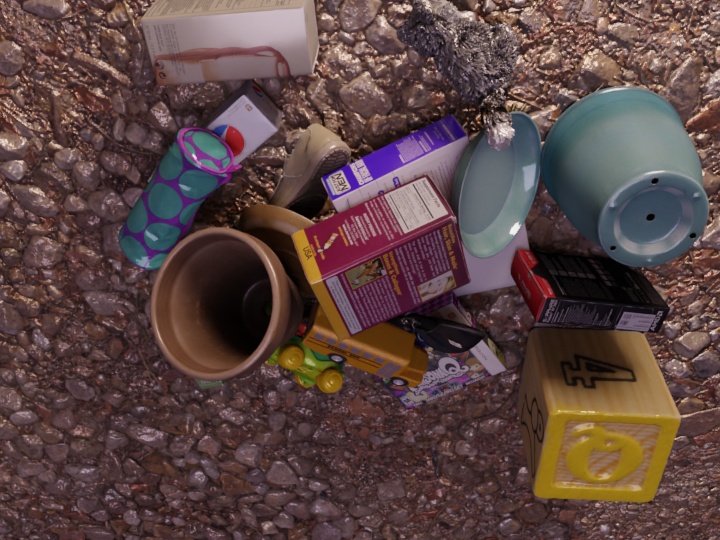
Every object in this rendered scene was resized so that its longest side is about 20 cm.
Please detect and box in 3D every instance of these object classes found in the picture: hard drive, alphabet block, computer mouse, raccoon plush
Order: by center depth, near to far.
[{"bbox_3d":[0.119,-0.250,0.893,0.133,0.201,0.097,11,136,-21],"label":"raccoon plush"},{"bbox_3d":[0.083,0.086,1.103,0.199,0.140,0.046,13,93,-45],"label":"computer mouse"},{"bbox_3d":[0.158,-0.022,1.138,0.198,0.026,0.133,-12,123,11],"label":"hard drive"},{"bbox_3d":[0.368,0.228,1.190,0.194,0.201,0.197,0,125,2],"label":"alphabet block"}]

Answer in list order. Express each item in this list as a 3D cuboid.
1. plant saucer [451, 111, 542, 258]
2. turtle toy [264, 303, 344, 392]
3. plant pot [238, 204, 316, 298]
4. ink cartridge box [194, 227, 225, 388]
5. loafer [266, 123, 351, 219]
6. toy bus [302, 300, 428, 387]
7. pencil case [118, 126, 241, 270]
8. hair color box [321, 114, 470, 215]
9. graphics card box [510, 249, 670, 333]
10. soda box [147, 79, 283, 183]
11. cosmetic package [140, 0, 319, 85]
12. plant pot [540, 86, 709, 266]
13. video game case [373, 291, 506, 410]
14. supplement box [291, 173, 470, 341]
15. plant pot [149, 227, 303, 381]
[{"bbox_3d":[0.179,-0.117,1.004,0.036,0.200,0.201,23,135,38],"label":"plant saucer"},{"bbox_3d":[-0.101,0.115,1.190,0.199,0.102,0.145,35,164,-20],"label":"turtle toy"},{"bbox_3d":[-0.098,-0.018,1.091,0.199,0.028,0.201,23,150,14],"label":"plant pot"},{"bbox_3d":[-0.246,0.059,1.141,0.048,0.146,0.201,-11,123,22],"label":"ink cartridge box"},{"bbox_3d":[-0.080,-0.131,1.053,0.075,0.069,0.200,-5,151,-40],"label":"loafer"},{"bbox_3d":[0.014,0.112,1.137,0.199,0.065,0.078,22,146,-11],"label":"toy bus"},{"bbox_3d":[-0.247,-0.093,1.001,0.092,0.085,0.200,38,120,-3],"label":"pencil case"},{"bbox_3d":[0.059,-0.116,1.016,0.199,0.065,0.110,-26,135,-1],"label":"hair color box"},{"bbox_3d":[0.332,0.029,1.086,0.198,0.126,0.051,4,122,-13],"label":"graphics card box"},{"bbox_3d":[-0.202,-0.173,1.033,0.199,0.064,0.068,-34,117,24],"label":"soda box"},{"bbox_3d":[-0.156,-0.295,0.925,0.198,0.104,0.088,-2,126,7],"label":"cosmetic package"},{"bbox_3d":[0.351,-0.111,0.965,0.198,0.189,0.201,1,123,1],"label":"plant pot"},{"bbox_3d":[0.113,0.138,1.229,0.199,0.036,0.181,-26,124,23],"label":"video game case"},{"bbox_3d":[0.029,-0.016,0.976,0.199,0.104,0.131,-24,135,-1],"label":"supplement box"},{"bbox_3d":[-0.164,0.053,1.042,0.199,0.174,0.202,-3,82,20],"label":"plant pot"}]
